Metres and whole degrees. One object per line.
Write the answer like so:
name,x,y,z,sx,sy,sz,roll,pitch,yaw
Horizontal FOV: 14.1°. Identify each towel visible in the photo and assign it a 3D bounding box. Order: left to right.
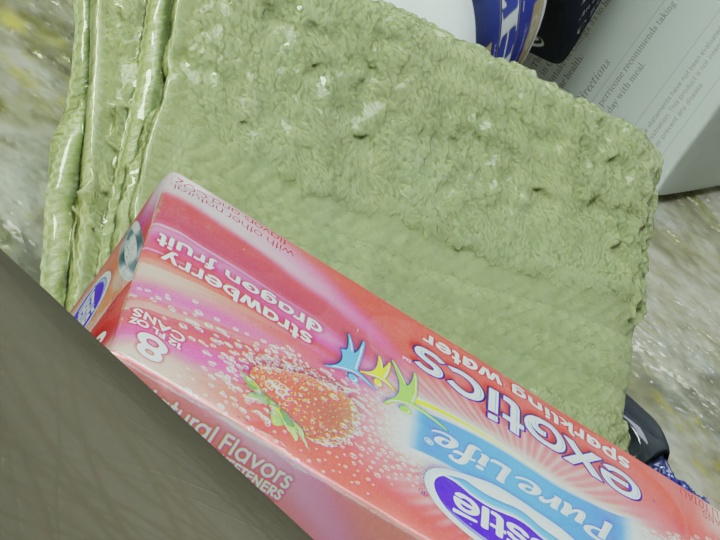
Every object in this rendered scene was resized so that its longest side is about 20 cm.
towel,0.000,0.000,0.776,0.199,0.150,0.036,19,-17,-35

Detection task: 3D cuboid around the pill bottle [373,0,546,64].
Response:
pill bottle,-0.015,-0.080,0.910,0.119,0.120,0.200,36,22,2

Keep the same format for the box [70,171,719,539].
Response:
box,0.011,0.082,0.644,0.199,0.095,0.103,32,22,-9

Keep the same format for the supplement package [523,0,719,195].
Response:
supplement package,0.104,-0.141,1.222,0.200,0.117,0.117,43,23,17

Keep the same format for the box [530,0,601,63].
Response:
box,0.073,-0.218,1.063,0.123,0.201,0.199,26,-19,13

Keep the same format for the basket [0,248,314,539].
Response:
basket,-0.062,0.084,0.491,0.180,0.137,0.200,1,36,-48

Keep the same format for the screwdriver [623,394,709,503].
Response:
screwdriver,0.117,0.086,0.880,0.200,0.029,0.028,40,21,24
